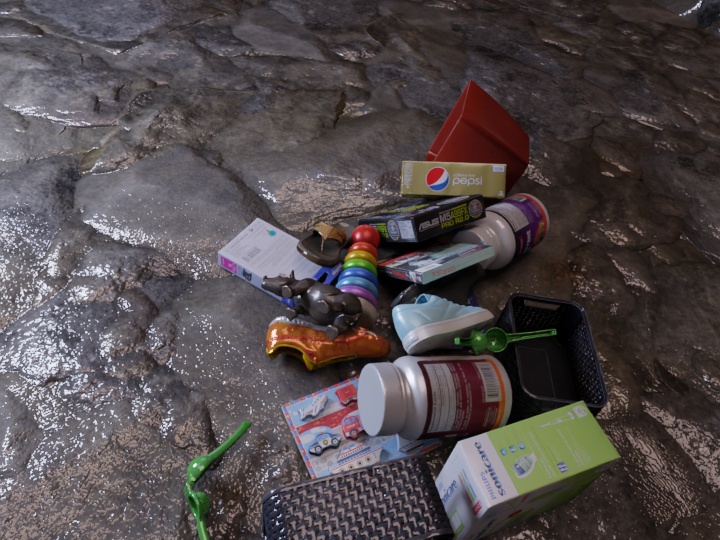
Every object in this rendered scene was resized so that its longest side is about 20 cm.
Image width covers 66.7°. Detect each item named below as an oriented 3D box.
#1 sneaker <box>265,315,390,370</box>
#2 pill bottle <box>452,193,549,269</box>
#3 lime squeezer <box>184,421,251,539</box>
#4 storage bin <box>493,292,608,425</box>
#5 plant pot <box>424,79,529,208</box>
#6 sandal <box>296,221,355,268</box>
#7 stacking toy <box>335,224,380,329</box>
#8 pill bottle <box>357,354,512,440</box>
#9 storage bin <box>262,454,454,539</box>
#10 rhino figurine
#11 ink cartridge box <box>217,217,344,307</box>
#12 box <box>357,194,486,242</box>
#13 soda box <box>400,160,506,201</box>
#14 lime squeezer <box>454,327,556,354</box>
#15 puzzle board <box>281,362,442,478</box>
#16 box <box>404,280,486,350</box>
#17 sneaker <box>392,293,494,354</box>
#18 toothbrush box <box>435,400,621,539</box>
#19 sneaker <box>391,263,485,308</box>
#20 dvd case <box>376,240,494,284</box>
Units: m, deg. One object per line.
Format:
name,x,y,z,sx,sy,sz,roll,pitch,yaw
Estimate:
sneaker,-0.051,0.124,0.863,0.196,0.073,0.078,4,63,2
pill bottle,0.265,-0.068,1.046,0.199,0.112,0.111,-27,57,-38
lime squeezer,-0.191,0.284,0.697,0.070,0.038,0.202,30,40,-28
storage bin,0.296,0.147,0.879,0.133,0.095,0.202,8,46,-3
plant pot,0.249,-0.244,1.165,0.174,0.201,0.201,27,41,-4
sandal,-0.052,-0.061,0.991,0.081,0.055,0.200,27,27,13
stacking toy,0.000,0.000,0.949,0.084,0.086,0.202,11,53,0
pill bottle,0.103,0.179,0.778,0.197,0.115,0.115,2,46,-22
storage bin,-0.008,0.304,0.633,0.197,0.136,0.094,-8,49,-18
rhino figurine,-0.081,0.043,0.847,0.198,0.061,0.087,21,21,34
ink cartridge box,-0.140,-0.010,0.977,0.198,0.042,0.120,26,46,16
box,0.108,-0.096,1.020,0.158,0.045,0.199,-20,12,-25
soda box,0.177,-0.173,1.060,0.197,0.065,0.068,4,2,6
lime squeezer,0.193,0.105,0.800,0.197,0.038,0.070,1,2,-32
puzzle board,0.003,0.226,0.803,0.198,0.018,0.151,-17,53,-24
box,0.146,0.051,0.982,0.119,0.033,0.202,0,47,-11
sneaker,0.127,0.066,0.827,0.198,0.074,0.083,-3,57,-46
toothbrush box,0.209,0.266,0.717,0.197,0.147,0.087,-9,50,-20
sneaker,0.144,0.050,0.921,0.198,0.076,0.091,-25,75,-31
dvd case,0.117,-0.018,0.956,0.144,0.022,0.199,-20,12,-21
